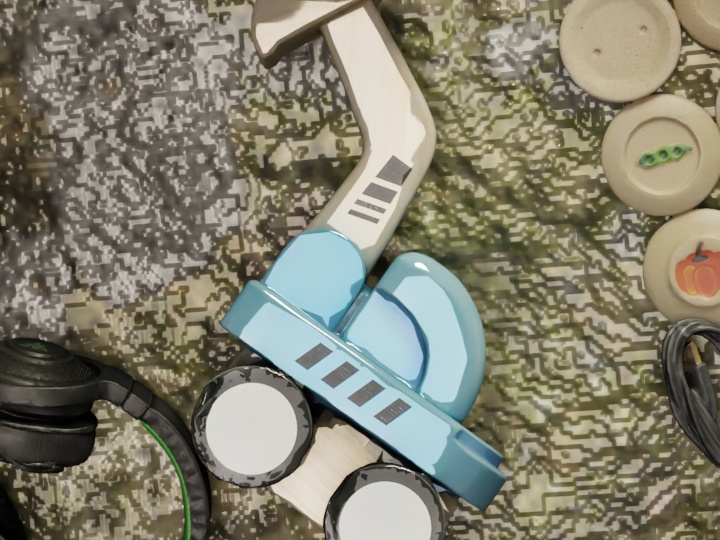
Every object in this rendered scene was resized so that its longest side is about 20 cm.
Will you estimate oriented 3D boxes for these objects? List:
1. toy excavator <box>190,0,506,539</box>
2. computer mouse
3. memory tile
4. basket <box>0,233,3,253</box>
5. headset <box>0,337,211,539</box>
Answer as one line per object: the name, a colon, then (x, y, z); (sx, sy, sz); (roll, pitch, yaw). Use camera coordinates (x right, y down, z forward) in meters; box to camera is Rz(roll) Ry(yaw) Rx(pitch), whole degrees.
toy excavator: (0.000, 0.000, 0.962); (0.194, 0.100, 0.200); (36, 86, 2)
computer mouse: (0.155, 0.117, 0.969); (0.058, 0.034, 0.201); (-10, 91, -6)
memory tile: (0.191, -0.071, 0.956); (0.200, 0.017, 0.154); (-19, 92, 10)
basket: (-0.257, -0.035, 0.969); (0.199, 0.136, 0.124); (-15, 95, 10)
headset: (-0.157, 0.084, 0.984); (0.200, 0.094, 0.124); (31, 99, -6)
